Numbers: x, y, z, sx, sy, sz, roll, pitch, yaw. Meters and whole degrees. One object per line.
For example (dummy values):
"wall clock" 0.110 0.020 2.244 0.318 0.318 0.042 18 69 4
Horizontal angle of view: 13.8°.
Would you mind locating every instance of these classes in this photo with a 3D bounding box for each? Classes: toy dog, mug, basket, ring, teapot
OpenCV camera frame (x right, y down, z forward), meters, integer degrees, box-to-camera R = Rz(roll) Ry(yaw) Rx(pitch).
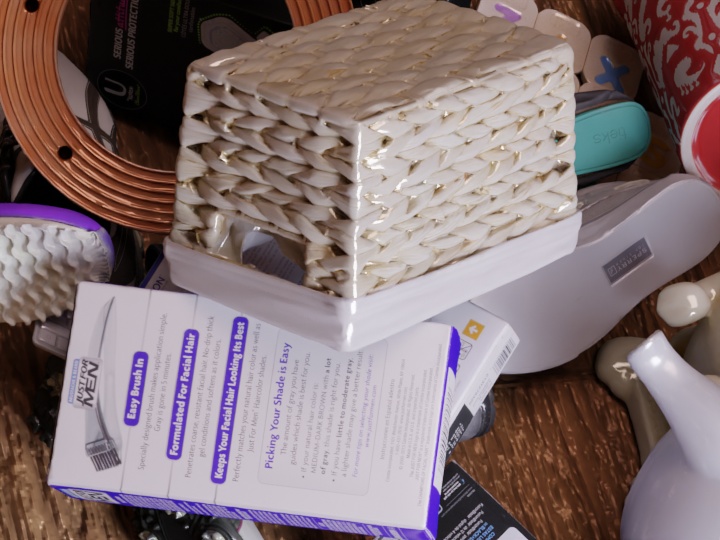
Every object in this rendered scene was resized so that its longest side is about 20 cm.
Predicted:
"toy dog" 0.256 0.063 1.739 0.194 0.200 0.140 12 55 -18
"mug" 0.256 -0.132 1.879 0.177 0.133 0.200 24 31 -22
"basket" 0.010 -0.058 1.546 0.136 0.123 0.200 21 30 35
"ring" -0.100 -0.119 1.624 0.200 0.019 0.201 0 93 -4
"teapot" 0.215 0.142 1.639 0.197 0.200 0.146 1 29 -43

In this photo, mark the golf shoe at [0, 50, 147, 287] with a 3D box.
"golf shoe" -0.172 -0.065 1.682 0.078 0.094 0.200 -25 67 -4

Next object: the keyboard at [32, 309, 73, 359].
"keyboard" -0.089 0.063 1.631 0.200 0.011 0.056 26 29 -18

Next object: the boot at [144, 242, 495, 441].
"boot" -0.027 0.045 1.711 0.132 0.070 0.200 -28 62 -34

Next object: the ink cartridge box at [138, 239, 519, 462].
"ink cartridge box" -0.021 0.029 1.617 0.200 0.037 0.095 28 80 21

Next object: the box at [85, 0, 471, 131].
"box" -0.045 -0.158 1.764 0.200 0.124 0.149 19 50 7

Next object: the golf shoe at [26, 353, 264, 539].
"golf shoe" -0.091 0.113 1.625 0.088 0.077 0.200 -28 73 -42

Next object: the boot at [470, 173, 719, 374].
"boot" 0.121 0.003 1.791 0.200 0.096 0.074 -27 103 -25

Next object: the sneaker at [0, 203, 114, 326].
"sneaker" -0.228 -0.024 1.612 0.200 0.070 0.100 -5 40 12

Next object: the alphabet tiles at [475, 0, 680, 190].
"alphabet tiles" 0.113 -0.096 1.897 0.200 0.015 0.196 26 52 -8

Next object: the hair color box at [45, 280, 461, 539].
"hair color box" -0.054 0.074 1.543 0.200 0.065 0.109 7 79 6

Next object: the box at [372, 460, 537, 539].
"box" 0.083 0.213 1.614 0.200 0.117 0.060 43 49 8

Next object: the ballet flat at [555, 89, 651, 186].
"ballet flat" 0.089 -0.071 1.817 0.200 0.073 0.073 -14 66 -38
